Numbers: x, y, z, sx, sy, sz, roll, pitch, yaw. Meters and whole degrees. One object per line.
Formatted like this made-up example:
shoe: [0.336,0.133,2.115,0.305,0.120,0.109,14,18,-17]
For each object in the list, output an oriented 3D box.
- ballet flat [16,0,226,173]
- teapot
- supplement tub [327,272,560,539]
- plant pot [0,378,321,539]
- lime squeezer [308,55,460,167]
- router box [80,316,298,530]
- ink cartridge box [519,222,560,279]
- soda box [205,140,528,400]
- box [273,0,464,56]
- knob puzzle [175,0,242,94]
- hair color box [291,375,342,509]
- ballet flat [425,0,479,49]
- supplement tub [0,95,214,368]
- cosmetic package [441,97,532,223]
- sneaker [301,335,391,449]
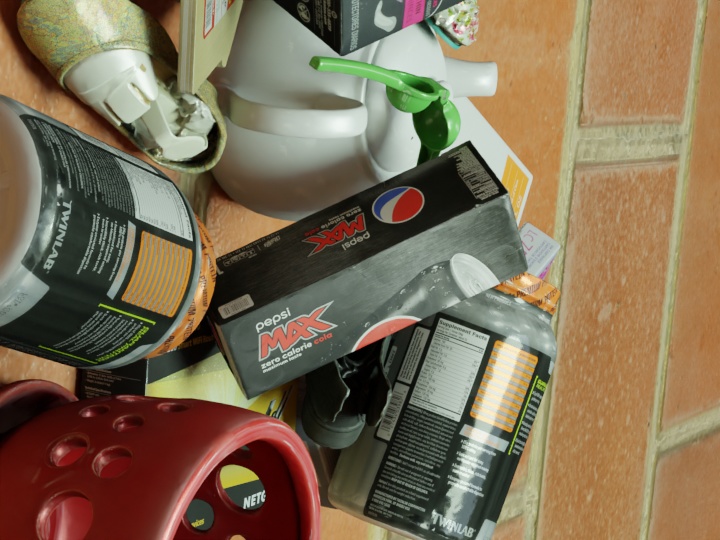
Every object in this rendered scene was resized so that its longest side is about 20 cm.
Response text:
ballet flat: [-0.133,-0.108,1.266,0.200,0.070,0.071,39,64,-63]
teapot: [-0.009,-0.120,1.430,0.201,0.145,0.198,-65,149,-26]
supplement tub: [0.064,0.092,1.511,0.122,0.122,0.201,31,79,-61]
plant pot: [-0.144,0.166,1.213,0.200,0.181,0.202,-27,121,-58]
lime squeezer: [0.024,-0.096,1.334,0.070,0.038,0.200,-31,144,0]
router box: [-0.109,0.091,1.401,0.200,0.052,0.159,-14,110,-62]
ink cartridge box: [0.086,0.064,1.687,0.119,0.042,0.200,-46,168,-40]
soda box: [0.000,0.000,1.334,0.199,0.063,0.071,-25,131,-7]
box: [0.035,-0.237,1.322,0.199,0.106,0.123,-28,140,-27]
knob puzzle: [-0.091,-0.220,1.289,0.220,0.030,0.221,6,90,-84]
hair color box: [-0.009,0.066,1.583,0.200,0.060,0.099,-58,146,-37]
ballet flat: [0.033,-0.233,1.444,0.064,0.200,0.076,-44,145,13]
supplement tub: [-0.167,-0.015,1.161,0.200,0.122,0.123,27,74,-62]
cosmetic package: [0.061,-0.070,1.665,0.200,0.071,0.102,40,64,-59]
sneaker: [-0.008,0.040,1.456,0.105,0.060,0.201,107,-12,-46]
